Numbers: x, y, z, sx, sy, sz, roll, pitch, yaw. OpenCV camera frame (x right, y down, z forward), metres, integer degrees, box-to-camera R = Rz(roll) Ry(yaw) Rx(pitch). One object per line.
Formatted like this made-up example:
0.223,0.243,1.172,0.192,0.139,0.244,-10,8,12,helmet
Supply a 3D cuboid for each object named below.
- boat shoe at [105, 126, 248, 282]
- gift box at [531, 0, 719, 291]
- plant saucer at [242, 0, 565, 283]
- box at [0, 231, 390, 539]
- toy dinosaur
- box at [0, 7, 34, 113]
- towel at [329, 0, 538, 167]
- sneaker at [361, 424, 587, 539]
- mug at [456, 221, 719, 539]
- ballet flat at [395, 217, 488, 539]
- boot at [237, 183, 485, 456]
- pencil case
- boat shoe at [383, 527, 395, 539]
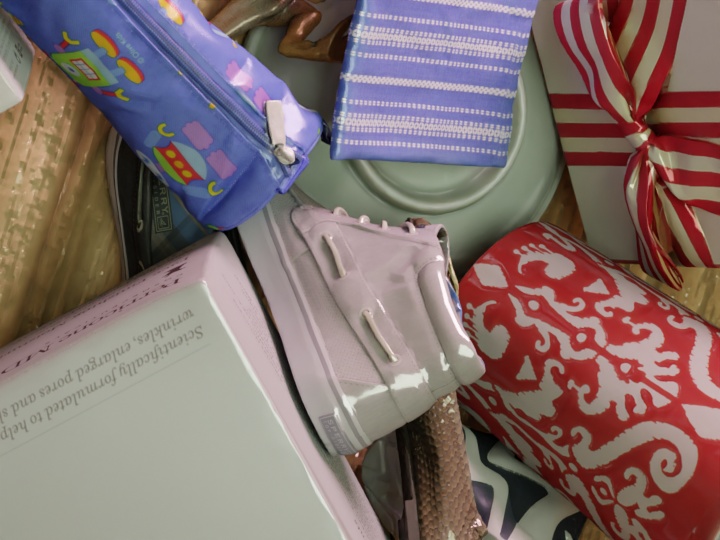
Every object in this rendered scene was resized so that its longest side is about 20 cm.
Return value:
-0.084,0.011,1.472,0.069,0.066,0.201,-10,97,-22,boat shoe
0.207,-0.106,1.500,0.186,0.200,0.186,-24,100,-31,gift box
0.032,-0.086,1.523,0.199,0.050,0.202,-2,94,-23,plant saucer
-0.110,0.119,1.394,0.198,0.131,0.201,-27,100,5,box
-0.049,-0.139,1.476,0.200,0.106,0.061,-44,130,-19,toy dinosaur
-0.260,-0.143,1.350,0.124,0.098,0.201,-30,107,7,box
0.051,-0.150,1.436,0.144,0.024,0.201,0,104,-52,towel
0.094,0.163,1.518,0.129,0.200,0.080,-1,138,-50,sneaker
0.140,0.087,1.500,0.133,0.200,0.178,-34,147,-32,mug
0.041,0.071,1.456,0.046,0.067,0.201,-1,74,-5,ballet flat
0.000,0.000,1.426,0.095,0.201,0.074,-25,140,3,boot
-0.100,-0.105,1.372,0.200,0.087,0.078,47,67,-27,pencil case
-0.064,0.199,1.498,0.076,0.072,0.200,41,77,-4,boat shoe
